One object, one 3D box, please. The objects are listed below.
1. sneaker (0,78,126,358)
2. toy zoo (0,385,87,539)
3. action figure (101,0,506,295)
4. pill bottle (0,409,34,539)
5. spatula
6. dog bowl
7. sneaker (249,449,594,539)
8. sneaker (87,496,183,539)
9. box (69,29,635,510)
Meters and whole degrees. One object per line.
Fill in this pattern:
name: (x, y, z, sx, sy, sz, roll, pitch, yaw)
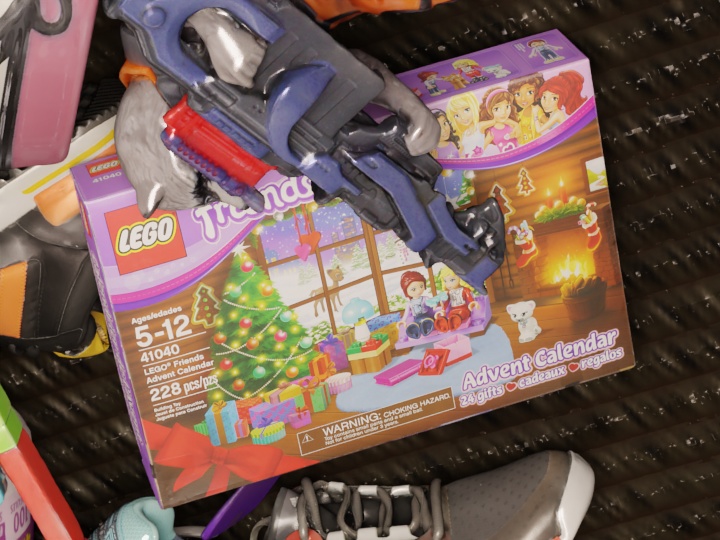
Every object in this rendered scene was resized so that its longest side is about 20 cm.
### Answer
sneaker: (-0.147, 0.012, 1.054, 0.200, 0.070, 0.090, -34, 108, 16)
toy zoo: (-0.162, 0.130, 1.016, 0.131, 0.020, 0.200, -23, 109, 10)
action figure: (-0.006, -0.085, 0.952, 0.193, 0.105, 0.200, -43, 128, 1)
pill bottle: (-0.189, 0.154, 1.098, 0.112, 0.112, 0.200, 3, 113, 1)
spatula: (-0.091, 0.119, 1.127, 0.200, 0.057, 0.021, -33, 87, 26)
dog bowl: (-0.120, -0.124, 0.909, 0.074, 0.200, 0.201, 10, 118, -6)
sneaker: (0.002, 0.119, 1.105, 0.200, 0.077, 0.082, -32, 106, 17)
sneaker: (-0.033, 0.165, 1.059, 0.200, 0.078, 0.086, 33, 109, -5)
box: (0.000, 0.000, 1.028, 0.200, 0.039, 0.137, -17, 117, -9)
